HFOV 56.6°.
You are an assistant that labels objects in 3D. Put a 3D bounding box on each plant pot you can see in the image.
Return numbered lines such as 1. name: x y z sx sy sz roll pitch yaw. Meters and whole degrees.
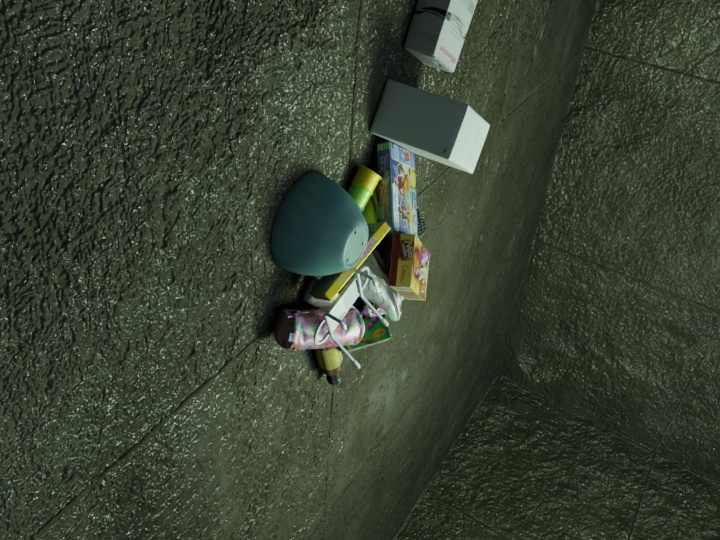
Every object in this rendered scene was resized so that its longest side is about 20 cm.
1. plant pot: -0.063 -0.073 1.304 0.200 0.133 0.203 -47 150 -38

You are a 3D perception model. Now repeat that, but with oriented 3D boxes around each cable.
1. cable: 0.070 -0.002 1.598 0.097 0.049 0.204 62 46 -62

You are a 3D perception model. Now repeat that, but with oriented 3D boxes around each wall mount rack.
1. wall mount rack: -0.010 0.100 1.383 0.201 0.074 0.175 -52 153 -24

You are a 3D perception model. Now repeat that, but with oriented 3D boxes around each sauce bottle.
1. sauce bottle: -0.076 0.212 1.630 0.066 0.065 0.202 -52 155 -30

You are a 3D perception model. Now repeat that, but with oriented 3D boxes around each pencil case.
1. pencil case: -0.086 0.120 1.414 0.197 0.087 0.089 3 112 -38

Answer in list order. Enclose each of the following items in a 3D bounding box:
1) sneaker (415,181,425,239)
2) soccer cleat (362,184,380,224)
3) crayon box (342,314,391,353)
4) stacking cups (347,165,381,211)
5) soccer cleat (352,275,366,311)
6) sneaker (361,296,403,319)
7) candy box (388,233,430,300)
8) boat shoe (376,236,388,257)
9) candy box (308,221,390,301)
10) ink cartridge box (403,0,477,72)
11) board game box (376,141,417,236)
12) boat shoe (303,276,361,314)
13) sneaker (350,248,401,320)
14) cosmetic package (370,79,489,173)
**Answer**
1. sneaker: 0.094 -0.170 1.654 0.070 0.092 0.204 -31 113 -38
2. soccer cleat: 0.026 -0.126 1.514 0.202 0.082 0.065 -58 155 -20
3. crayon box: 0.006 0.154 1.600 0.200 0.116 0.060 102 -28 -82
4. stacking cups: -0.026 -0.125 1.449 0.203 0.060 0.060 -62 157 0
5. soccer cleat: -0.001 0.000 1.604 0.084 0.063 0.204 -78 175 -63
6. sneaker: 0.044 0.082 1.700 0.113 0.073 0.202 -28 159 -39
7. candy box: 0.114 -0.004 1.529 0.200 0.055 0.120 35 60 -70
8. boat shoe: 0.039 -0.024 1.666 0.072 0.060 0.204 -50 152 -34
9. candy box: -0.023 -0.020 1.393 0.201 0.026 0.102 -50 -165 -15
10. ink cartridge box: 0.182 -0.557 1.460 0.144 0.083 0.204 -2 112 -64
11. board game box: 0.086 -0.179 1.526 0.134 0.034 0.206 7 80 -61
12. boat shoe: -0.066 0.080 1.516 0.066 0.073 0.200 -51 138 -2
13. sneaker: 0.030 0.039 1.541 0.075 0.098 0.202 -97 161 -61
14. cosmetic package: 0.158 -0.317 1.482 0.199 0.196 0.126 -1 113 -66
